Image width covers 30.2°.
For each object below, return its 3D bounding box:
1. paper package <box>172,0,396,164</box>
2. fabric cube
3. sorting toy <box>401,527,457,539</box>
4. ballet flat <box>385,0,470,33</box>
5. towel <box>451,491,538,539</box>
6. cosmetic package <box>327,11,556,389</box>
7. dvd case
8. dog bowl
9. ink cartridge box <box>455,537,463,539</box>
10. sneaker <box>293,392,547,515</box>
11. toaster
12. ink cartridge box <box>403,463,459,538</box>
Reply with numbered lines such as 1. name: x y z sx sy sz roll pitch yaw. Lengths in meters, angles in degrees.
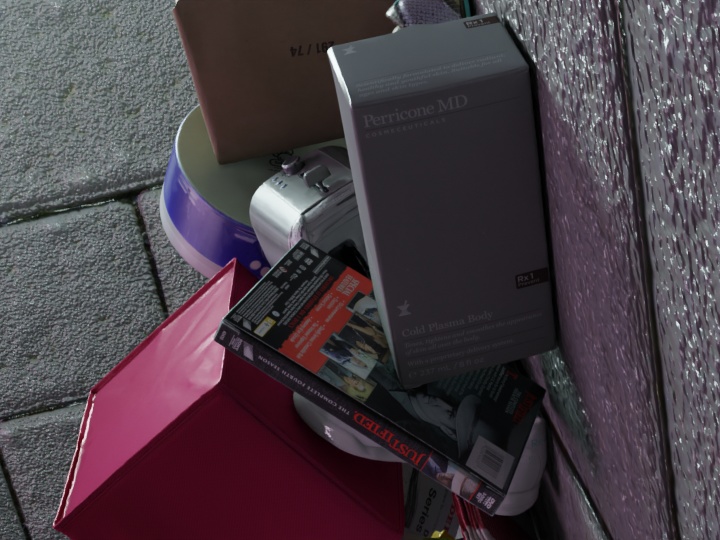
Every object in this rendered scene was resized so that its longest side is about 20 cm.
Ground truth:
1. paper package: -0.048 -0.203 1.122 0.191 0.199 0.104 79 178 -47
2. fabric cube: -0.101 0.153 1.096 0.199 0.196 0.200 43 -160 -21
3. sorting toy: 0.053 0.266 1.156 0.180 0.107 0.200 31 164 29
4. ballet flat: 0.054 -0.090 0.894 0.072 0.072 0.201 -114 12 -77
5. towel: 0.103 0.178 1.077 0.144 0.023 0.200 46 -161 -41
6. cosmetic package: 0.051 -0.041 0.794 0.090 0.106 0.201 -107 3 -53
7. dvd case: 0.018 0.062 0.852 0.022 0.199 0.146 -62 -4 27
8. dog bowl: -0.078 -0.072 1.211 0.079 0.199 0.201 112 153 -43
9. ink cartridge box: 0.110 0.355 1.260 0.042 0.119 0.201 -165 62 -85
10. sneaker: 0.046 0.100 0.981 0.075 0.199 0.089 -44 -31 -55
11. toaster: 0.000 0.000 1.071 0.201 0.113 0.129 62 170 -19
12. ink cartridge box: 0.019 0.193 1.308 0.200 0.084 0.147 37 -115 -39
